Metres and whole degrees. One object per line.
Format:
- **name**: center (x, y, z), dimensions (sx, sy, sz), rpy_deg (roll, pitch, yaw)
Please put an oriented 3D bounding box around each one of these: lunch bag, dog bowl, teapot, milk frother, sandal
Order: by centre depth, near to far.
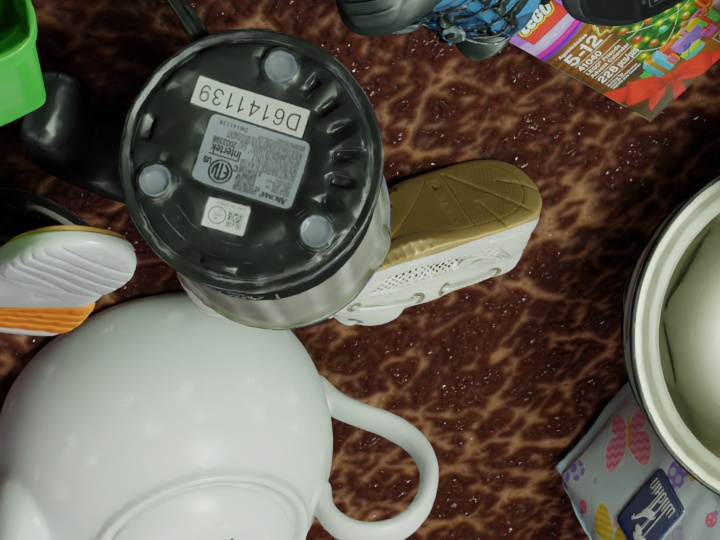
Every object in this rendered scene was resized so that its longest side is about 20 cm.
- **milk frother**: center (-0.046, -0.090, 1.327), dimensions (0.200, 0.180, 0.188), rpy_deg (-55, 176, -4)
- **sandal**: center (-0.157, -0.012, 1.376), dimensions (0.079, 0.059, 0.207), rpy_deg (11, 164, -25)
- **teapot**: center (-0.092, 0.119, 1.517), dimensions (0.200, 0.146, 0.197), rpy_deg (-42, 137, 20)
- **dog bowl**: center (0.232, 0.032, 1.559), dimensions (0.199, 0.074, 0.201), rpy_deg (-1, 93, -14)
- **lunch bag**: center (0.231, 0.134, 1.667), dimensions (0.200, 0.170, 0.127), rpy_deg (-28, 142, 7)

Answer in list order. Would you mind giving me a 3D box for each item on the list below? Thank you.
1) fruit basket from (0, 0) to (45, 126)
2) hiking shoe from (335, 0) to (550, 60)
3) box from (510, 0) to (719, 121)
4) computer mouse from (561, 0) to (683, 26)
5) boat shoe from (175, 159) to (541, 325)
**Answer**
- **fruit basket**: center (-0.243, -0.104, 1.187), dimensions (0.215, 0.156, 0.216), rpy_deg (-20, 155, -10)
- **hiking shoe**: center (0.049, -0.132, 1.263), dimensions (0.074, 0.200, 0.087), rpy_deg (-2, 111, 27)
- **box**: center (0.166, -0.172, 1.397), dimensions (0.137, 0.039, 0.200), rpy_deg (24, 122, -41)
- **computer mouse**: center (0.172, -0.182, 1.322), dimensions (0.199, 0.053, 0.139), rpy_deg (-26, 149, -9)
- **boat shoe**: center (0.000, 0.000, 1.486), dimensions (0.199, 0.071, 0.069), rpy_deg (-11, 137, -16)
